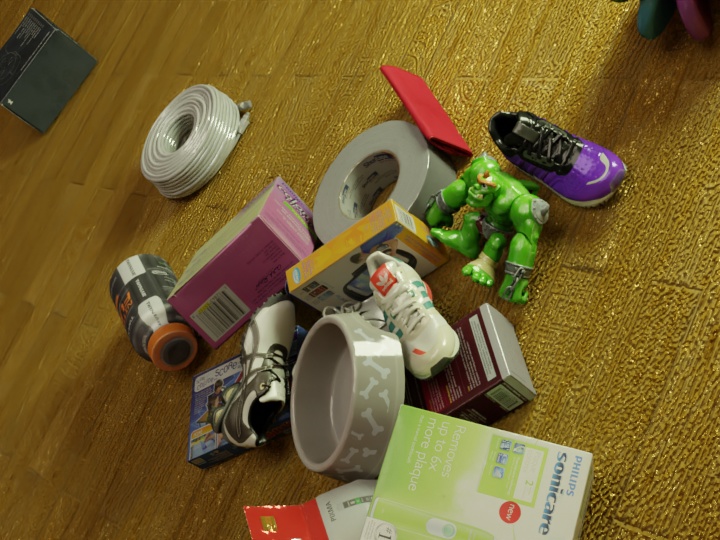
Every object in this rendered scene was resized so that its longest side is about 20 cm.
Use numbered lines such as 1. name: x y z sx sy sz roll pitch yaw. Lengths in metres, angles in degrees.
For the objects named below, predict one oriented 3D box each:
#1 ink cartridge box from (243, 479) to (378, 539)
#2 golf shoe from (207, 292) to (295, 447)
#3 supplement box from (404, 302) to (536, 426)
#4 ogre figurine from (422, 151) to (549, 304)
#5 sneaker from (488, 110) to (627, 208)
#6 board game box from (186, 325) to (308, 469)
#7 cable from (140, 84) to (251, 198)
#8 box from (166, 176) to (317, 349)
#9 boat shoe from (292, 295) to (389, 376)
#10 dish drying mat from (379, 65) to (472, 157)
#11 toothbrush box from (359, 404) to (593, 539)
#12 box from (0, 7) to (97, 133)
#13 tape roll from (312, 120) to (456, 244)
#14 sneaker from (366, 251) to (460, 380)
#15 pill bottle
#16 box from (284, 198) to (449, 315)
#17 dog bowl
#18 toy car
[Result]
1. ink cartridge box: -0.008 0.291 1.158 0.050 0.197 0.162 -65 32 32
2. golf shoe: -0.114 0.132 1.421 0.094 0.077 0.203 17 86 44
3. supplement box: 0.093 0.140 1.266 0.199 0.061 0.110 -35 43 22
4. ogre figurine: 0.155 -0.061 1.327 0.121 0.097 0.201 -62 21 18
5. sneaker: 0.218 -0.139 1.306 0.070 0.099 0.199 -57 39 -1
6. board game box: -0.150 0.172 1.504 0.198 0.034 0.137 -26 47 29
7. cable: -0.291 -0.220 1.899 0.199 0.069 0.202 11 71 48
8. box: -0.154 -0.014 1.531 0.176 0.097 0.200 -41 13 15
9. boat shoe: -0.012 0.074 1.397 0.202 0.086 0.075 -42 41 15
10. dish drying mat: 0.087 -0.218 1.517 0.018 0.076 0.201 -55 36 25
11. toothbrush box: 0.116 0.234 1.095 0.197 0.086 0.147 13 69 17
12. box: -0.700 -0.435 2.418 0.201 0.124 0.196 -52 38 2
13. tape roll: 0.030 -0.099 1.495 0.199 0.066 0.203 -26 47 31
14. sneaker: 0.048 0.045 1.266 0.070 0.093 0.200 -41 27 11
15. pill bottle: -0.306 0.067 1.681 0.106 0.106 0.200 -48 39 7
16. box: 0.000 0.000 1.411 0.199 0.119 0.042 -35 48 23
17. dog bowl: -0.021 0.142 1.272 0.200 0.058 0.203 -30 56 59
18. toy car: 0.379 -0.341 1.271 0.198 0.174 0.152 -26 83 29
